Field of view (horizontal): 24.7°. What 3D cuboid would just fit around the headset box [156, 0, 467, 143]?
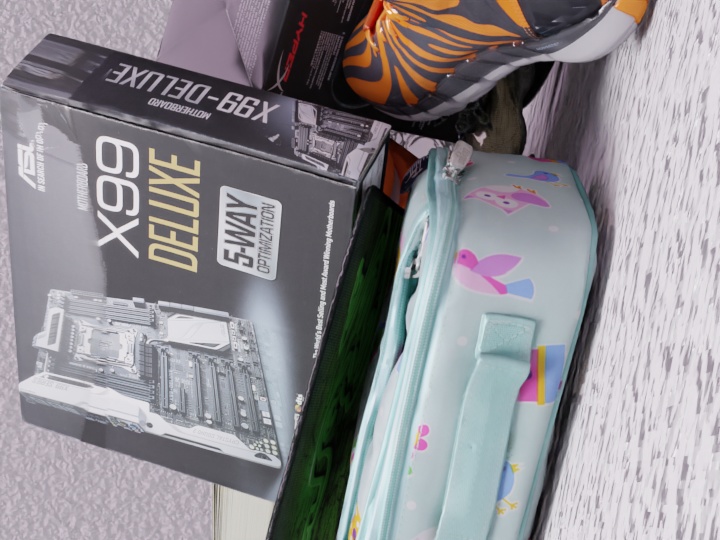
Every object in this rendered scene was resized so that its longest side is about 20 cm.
[{"bbox_3d":[0.009,-0.149,0.826,0.200,0.075,0.149,4,-74,-52],"label":"headset box"}]

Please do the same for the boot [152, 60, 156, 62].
[{"bbox_3d":[-0.039,-0.140,0.908,0.066,0.175,0.200,13,76,47],"label":"boot"}]

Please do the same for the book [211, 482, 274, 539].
[{"bbox_3d":[-0.052,0.073,0.994,0.134,0.048,0.200,-71,-10,-51],"label":"book"}]

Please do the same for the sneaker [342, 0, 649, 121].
[{"bbox_3d":[0.022,-0.123,0.675,0.200,0.112,0.078,-16,58,59],"label":"sneaker"}]

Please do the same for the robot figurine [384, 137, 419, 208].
[{"bbox_3d":[0.000,-0.001,0.850,0.144,0.200,0.117,-53,33,-7],"label":"robot figurine"}]

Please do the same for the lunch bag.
[{"bbox_3d":[0.039,0.049,0.666,0.160,0.077,0.200,-72,-7,-73],"label":"lunch bag"}]

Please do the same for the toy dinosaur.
[{"bbox_3d":[0.064,-0.094,0.779,0.088,0.047,0.200,27,-117,-78],"label":"toy dinosaur"}]

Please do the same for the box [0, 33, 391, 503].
[{"bbox_3d":[-0.076,0.006,0.732,0.050,0.158,0.200,-62,-15,-48],"label":"box"}]

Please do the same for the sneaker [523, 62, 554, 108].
[{"bbox_3d":[0.093,-0.171,0.949,0.112,0.073,0.200,-78,-1,-65],"label":"sneaker"}]

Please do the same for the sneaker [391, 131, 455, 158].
[{"bbox_3d":[0.065,-0.066,1.045,0.202,0.146,0.077,-14,78,53],"label":"sneaker"}]

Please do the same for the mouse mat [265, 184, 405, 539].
[{"bbox_3d":[-0.010,0.067,0.712,0.161,0.008,0.200,23,-99,-80],"label":"mouse mat"}]
